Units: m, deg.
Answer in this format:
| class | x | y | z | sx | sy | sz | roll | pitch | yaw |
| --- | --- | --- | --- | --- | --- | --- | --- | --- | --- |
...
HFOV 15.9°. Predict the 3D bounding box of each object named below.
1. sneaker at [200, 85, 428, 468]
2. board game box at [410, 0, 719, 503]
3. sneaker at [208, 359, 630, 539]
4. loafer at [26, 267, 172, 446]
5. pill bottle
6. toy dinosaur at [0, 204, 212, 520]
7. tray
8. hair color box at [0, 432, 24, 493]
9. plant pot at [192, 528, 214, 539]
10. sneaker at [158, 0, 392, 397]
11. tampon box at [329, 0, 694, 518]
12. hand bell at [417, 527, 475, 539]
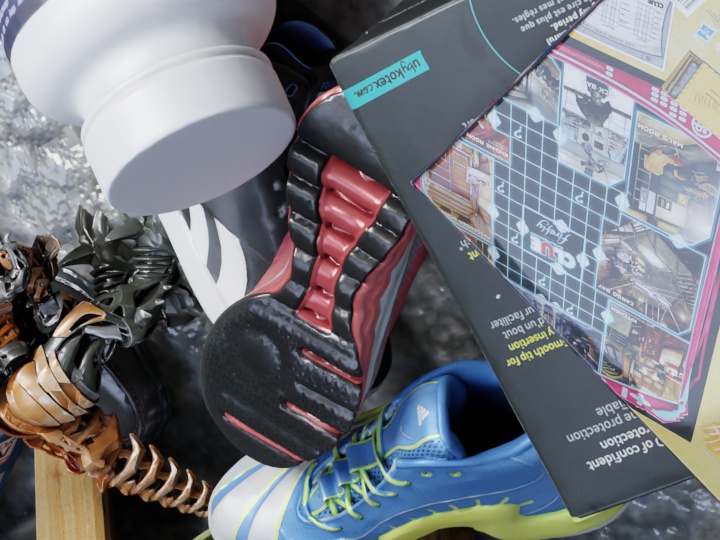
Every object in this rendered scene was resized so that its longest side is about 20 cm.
| class | x | y | z | sx | sy | sz | roll | pitch | yaw |
| --- | --- | --- | --- | --- | --- | --- | --- | --- | --- |
| sneaker | 0.000 | 0.000 | 1.071 | 0.074 | 0.087 | 0.200 | 35 | 125 | 15 |
| board game box | 0.133 | -0.004 | 0.880 | 0.200 | 0.035 | 0.135 | 46 | 121 | -2 |
| sneaker | 0.016 | 0.076 | 1.109 | 0.199 | 0.076 | 0.105 | -12 | 147 | 15 |
| loafer | -0.183 | 0.026 | 1.255 | 0.200 | 0.072 | 0.073 | 34 | 129 | 12 |
| pill bottle | -0.101 | -0.128 | 1.040 | 0.111 | 0.111 | 0.200 | -43 | 64 | 42 |
| toy dinosaur | -0.140 | 0.034 | 1.176 | 0.102 | 0.136 | 0.200 | 11 | 142 | 50 |
| tray | -0.131 | 0.157 | 1.227 | 0.037 | 0.200 | 0.099 | -7 | 118 | -5 |
| hair color box | -0.245 | 0.111 | 1.338 | 0.100 | 0.060 | 0.200 | 47 | 135 | 18 |
| plant pot | -0.020 | 0.242 | 1.218 | 0.187 | 0.187 | 0.200 | 29 | 142 | 17 |
| sneaker | -0.032 | -0.040 | 1.115 | 0.112 | 0.073 | 0.200 | -34 | 94 | 41 |
| tampon box | 0.113 | -0.038 | 0.969 | 0.150 | 0.126 | 0.200 | -23 | 102 | 30 |
| hand bell | 0.039 | 0.168 | 1.118 | 0.104 | 0.200 | 0.104 | -2 | 127 | -3 |
